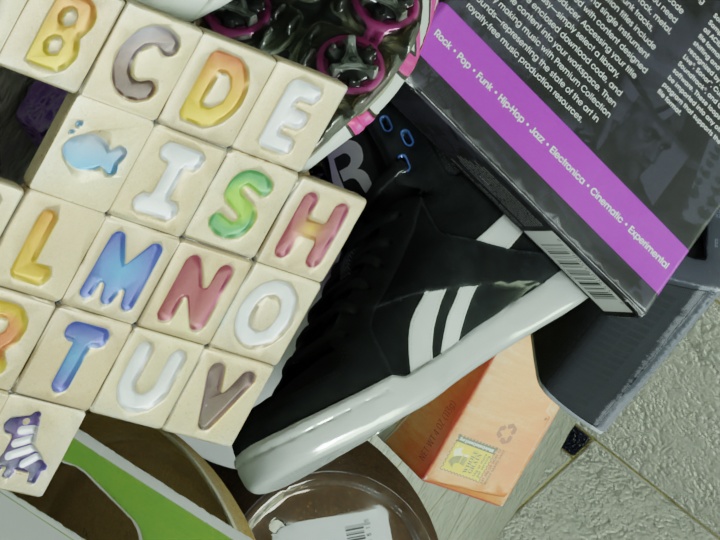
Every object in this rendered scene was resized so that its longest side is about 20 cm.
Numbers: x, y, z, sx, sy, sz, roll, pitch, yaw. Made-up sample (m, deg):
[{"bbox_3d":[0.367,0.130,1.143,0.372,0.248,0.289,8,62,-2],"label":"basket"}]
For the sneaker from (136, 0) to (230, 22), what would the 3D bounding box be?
[{"bbox_3d":[-0.011,-0.135,0.945,0.200,0.084,0.073,-42,137,-35],"label":"sneaker"}]

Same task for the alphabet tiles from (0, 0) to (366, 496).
[{"bbox_3d":[-0.089,-0.004,0.916,0.199,0.008,0.168,18,105,-44],"label":"alphabet tiles"}]

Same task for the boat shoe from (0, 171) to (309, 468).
[{"bbox_3d":[-0.100,0.007,1.009,0.072,0.072,0.200,-3,-151,49],"label":"boat shoe"}]

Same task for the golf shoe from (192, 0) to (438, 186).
[{"bbox_3d":[-0.009,-0.087,1.029,0.200,0.072,0.092,-58,169,-37],"label":"golf shoe"}]

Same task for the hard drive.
[{"bbox_3d":[0.111,-0.048,1.227,0.135,0.042,0.201,123,-25,-52],"label":"hard drive"}]

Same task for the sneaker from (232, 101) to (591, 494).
[{"bbox_3d":[0.000,0.000,1.104,0.200,0.112,0.073,-30,178,-43],"label":"sneaker"}]

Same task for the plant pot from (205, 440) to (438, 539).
[{"bbox_3d":[-0.036,0.138,1.266,0.187,0.187,0.200,-56,-171,-15],"label":"plant pot"}]

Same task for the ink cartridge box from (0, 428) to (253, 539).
[{"bbox_3d":[-0.117,0.127,1.091,0.076,0.147,0.201,-41,159,-59],"label":"ink cartridge box"}]

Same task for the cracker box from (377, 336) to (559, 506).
[{"bbox_3d":[0.032,0.003,1.385,0.057,0.200,0.134,21,103,-37],"label":"cracker box"}]

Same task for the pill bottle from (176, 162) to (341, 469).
[{"bbox_3d":[-0.023,0.003,1.237,0.115,0.114,0.200,-63,177,24],"label":"pill bottle"}]

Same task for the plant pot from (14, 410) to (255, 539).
[{"bbox_3d":[-0.092,0.153,1.182,0.027,0.200,0.201,-6,133,-42],"label":"plant pot"}]

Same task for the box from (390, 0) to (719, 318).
[{"bbox_3d":[0.111,-0.104,1.117,0.200,0.143,0.036,-52,-160,-16],"label":"box"}]

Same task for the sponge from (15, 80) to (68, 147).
[{"bbox_3d":[-0.072,-0.070,1.076,0.112,0.030,0.200,-57,170,-8],"label":"sponge"}]
